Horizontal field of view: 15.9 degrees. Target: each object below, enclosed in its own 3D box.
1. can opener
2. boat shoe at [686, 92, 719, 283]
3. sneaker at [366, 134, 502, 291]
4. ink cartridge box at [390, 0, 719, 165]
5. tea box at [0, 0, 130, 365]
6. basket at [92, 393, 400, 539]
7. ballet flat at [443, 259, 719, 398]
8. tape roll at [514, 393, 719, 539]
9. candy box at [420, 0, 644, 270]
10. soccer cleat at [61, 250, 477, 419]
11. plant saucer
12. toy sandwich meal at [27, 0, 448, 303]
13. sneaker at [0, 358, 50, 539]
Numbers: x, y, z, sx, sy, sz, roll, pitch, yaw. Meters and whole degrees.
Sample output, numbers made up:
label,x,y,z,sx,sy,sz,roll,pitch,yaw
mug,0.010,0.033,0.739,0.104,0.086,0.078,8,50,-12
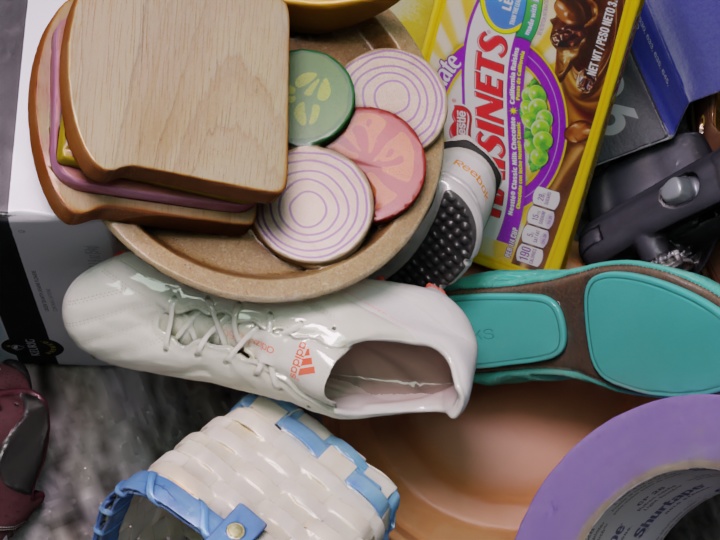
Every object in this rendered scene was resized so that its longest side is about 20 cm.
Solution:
label,x,y,z,sx,sy,sz,roll,pitch,yaw
can opener,0.195,-0.050,1.316,0.200,0.063,0.079,-25,74,34
boat shoe,0.211,-0.056,1.382,0.072,0.068,0.201,-5,67,-2
sneaker,0.000,0.000,1.322,0.074,0.200,0.080,51,37,-10
ink cartridge box,0.083,-0.140,1.329,0.199,0.198,0.047,-20,25,16
tea box,-0.207,-0.047,1.310,0.196,0.200,0.134,2,67,2
basket,-0.076,0.166,1.231,0.139,0.177,0.200,41,62,12
ballet flat,0.121,0.024,1.274,0.199,0.070,0.068,1,103,36
tape roll,0.173,0.162,1.221,0.199,0.085,0.201,-7,76,30
candy box,0.078,-0.094,1.306,0.102,0.201,0.026,20,30,11
soccer cleat,-0.041,0.031,1.219,0.199,0.070,0.078,6,31,-8
plant saucer,0.079,0.066,1.348,0.199,0.037,0.201,0,67,0
toy sandwich meal,-0.052,-0.080,1.195,0.204,0.070,0.206,5,67,-13
sneaker,-0.228,0.061,1.305,0.115,0.076,0.200,-42,115,-28
